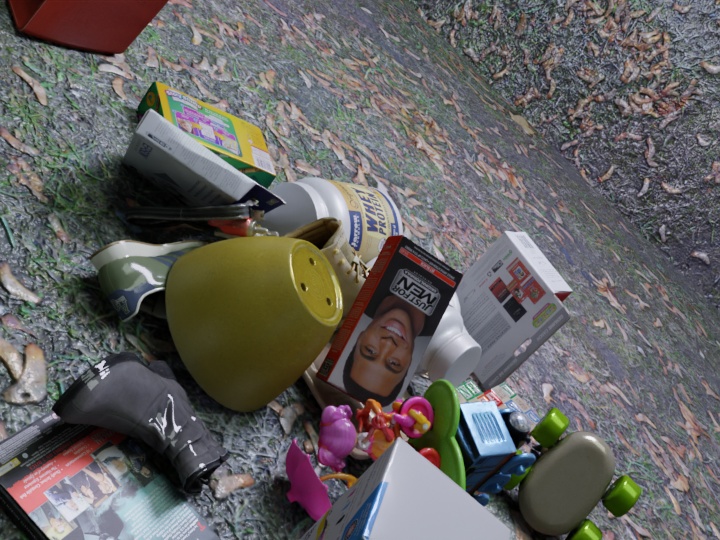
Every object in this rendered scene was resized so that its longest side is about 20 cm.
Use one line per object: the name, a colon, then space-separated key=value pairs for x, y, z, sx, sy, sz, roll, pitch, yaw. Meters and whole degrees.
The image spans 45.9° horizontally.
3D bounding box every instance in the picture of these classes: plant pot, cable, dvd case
plant pot: x=-0.103 y=0.040 z=0.973 sx=0.200 sy=0.140 sz=0.203 roll=44 pitch=31 yaw=-36
cable: x=-0.199 y=-0.055 z=1.033 sx=0.097 sy=0.195 sz=0.052 roll=44 pitch=45 yaw=-83
plant pot: x=-0.402 y=-0.450 z=1.278 sx=0.175 sy=0.199 sz=0.202 roll=22 pitch=32 yaw=-53
dvd case: x=-0.229 y=0.212 z=0.758 sx=0.200 sy=0.022 sz=0.146 roll=45 pitch=27 yaw=5

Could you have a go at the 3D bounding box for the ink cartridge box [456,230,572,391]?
ink cartridge box: x=0.241 y=0.069 z=1.399 sx=0.083 sy=0.200 sz=0.177 roll=-1 pitch=50 yaw=-54

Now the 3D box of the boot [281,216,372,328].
boot: x=0.000 y=0.000 z=1.122 sx=0.074 sy=0.195 sz=0.157 roll=-82 pitch=161 yaw=-45

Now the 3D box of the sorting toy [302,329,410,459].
sorting toy: x=-0.005 y=0.160 z=1.128 sx=0.183 sy=0.037 sz=0.201 roll=0 pitch=46 yaw=-54

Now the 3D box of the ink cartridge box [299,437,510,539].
ink cartridge box: x=0.016 y=0.295 z=0.779 sx=0.144 sy=0.201 sz=0.148 roll=38 pitch=28 yaw=-3

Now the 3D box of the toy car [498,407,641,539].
toy car: x=0.298 y=0.306 z=1.263 sx=0.164 sy=0.158 sz=0.200 roll=43 pitch=0 yaw=10

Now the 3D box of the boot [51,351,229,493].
boot: x=-0.191 y=0.148 z=0.796 sx=0.132 sy=0.070 sz=0.200 roll=50 pitch=9 yaw=13

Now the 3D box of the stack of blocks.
stack of blocks: x=0.176 y=0.222 z=1.241 sx=0.115 sy=0.059 sz=0.199 roll=47 pitch=27 yaw=20

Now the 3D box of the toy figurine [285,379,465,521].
toy figurine: x=0.006 y=0.208 z=0.941 sx=0.181 sy=0.205 sz=0.149 roll=14 pitch=-6 yaw=-26

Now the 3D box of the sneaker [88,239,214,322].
sneaker: x=-0.227 y=0.017 z=0.998 sx=0.199 sy=0.066 sz=0.091 roll=-2 pitch=67 yaw=-61

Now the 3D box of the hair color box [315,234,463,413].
hair color box: x=0.037 y=0.068 z=1.060 sx=0.100 sy=0.203 sz=0.061 roll=30 pitch=-8 yaw=-16

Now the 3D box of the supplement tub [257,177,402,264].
supplement tub: x=-0.044 y=-0.058 z=1.252 sx=0.198 sy=0.145 sz=0.146 roll=2 pitch=48 yaw=-52

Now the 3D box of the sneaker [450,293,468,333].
sneaker: x=0.115 y=0.078 z=1.369 sx=0.087 sy=0.076 sz=0.202 roll=4 pitch=47 yaw=-34

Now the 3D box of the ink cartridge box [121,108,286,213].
ink cartridge box: x=-0.208 y=-0.115 z=1.095 sx=0.198 sy=0.041 sz=0.199 roll=33 pitch=-14 yaw=-15

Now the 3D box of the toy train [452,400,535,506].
toy train: x=0.125 y=0.234 z=1.031 sx=0.112 sy=0.201 sz=0.088 roll=3 pitch=50 yaw=-30

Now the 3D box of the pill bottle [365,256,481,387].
pill bottle: x=0.078 y=0.076 z=1.218 sx=0.200 sy=0.112 sz=0.110 roll=43 pitch=24 yaw=30

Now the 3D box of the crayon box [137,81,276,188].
crayon box: x=-0.230 y=-0.193 z=1.282 sx=0.198 sy=0.058 sz=0.120 roll=19 pitch=36 yaw=-39
